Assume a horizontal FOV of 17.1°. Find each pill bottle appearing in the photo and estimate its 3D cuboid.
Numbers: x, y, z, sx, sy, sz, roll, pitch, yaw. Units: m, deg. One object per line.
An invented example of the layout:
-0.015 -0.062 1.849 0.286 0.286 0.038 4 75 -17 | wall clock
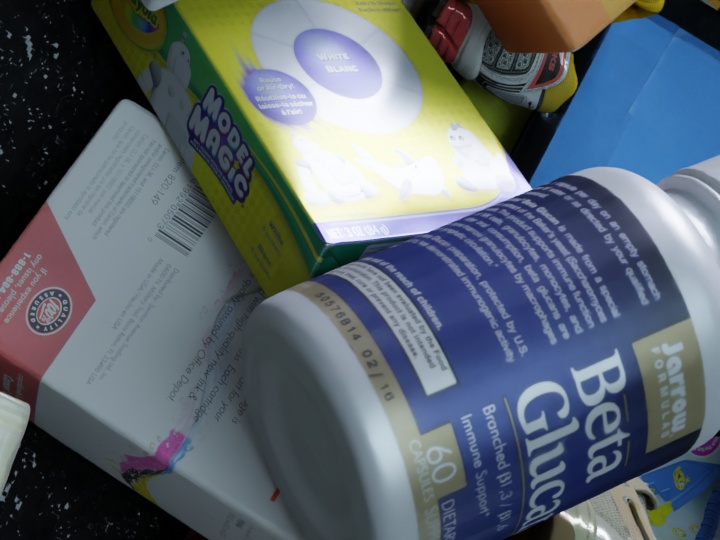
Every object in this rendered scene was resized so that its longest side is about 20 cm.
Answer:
0.067 0.029 0.864 0.199 0.111 0.112 -22 102 -20 | pill bottle

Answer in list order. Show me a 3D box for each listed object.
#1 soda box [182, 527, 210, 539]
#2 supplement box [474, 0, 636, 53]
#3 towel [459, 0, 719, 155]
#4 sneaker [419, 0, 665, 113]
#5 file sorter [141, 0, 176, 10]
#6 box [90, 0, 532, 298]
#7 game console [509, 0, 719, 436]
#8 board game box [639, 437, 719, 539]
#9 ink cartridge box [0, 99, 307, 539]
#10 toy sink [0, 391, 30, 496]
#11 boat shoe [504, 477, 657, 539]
0.018 0.156 0.995 0.199 0.063 0.070 31 72 -11 | soda box
0.129 -0.175 0.999 0.200 0.069 0.067 -42 108 -17 | supplement box
0.107 -0.107 1.113 0.086 0.018 0.201 44 68 -21 | towel
0.110 -0.154 1.070 0.082 0.078 0.200 38 77 -3 | sneaker
-0.063 -0.231 0.892 0.138 0.125 0.201 -27 75 -30 | file sorter
-0.023 -0.073 0.942 0.117 0.049 0.200 -7 50 -38 | box
0.168 -0.040 1.031 0.116 0.175 0.201 47 57 -31 | game console
0.178 0.162 1.133 0.199 0.056 0.197 17 80 -32 | board game box
-0.044 0.040 0.932 0.199 0.068 0.117 34 68 3 | ink cartridge box
-0.221 0.116 0.842 0.130 0.112 0.201 27 76 -29 | toy sink
0.087 0.104 0.998 0.065 0.200 0.073 23 101 -8 | boat shoe
